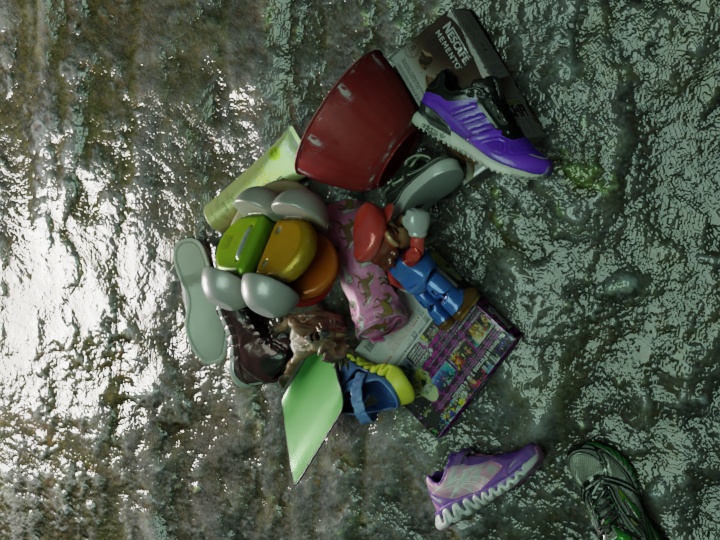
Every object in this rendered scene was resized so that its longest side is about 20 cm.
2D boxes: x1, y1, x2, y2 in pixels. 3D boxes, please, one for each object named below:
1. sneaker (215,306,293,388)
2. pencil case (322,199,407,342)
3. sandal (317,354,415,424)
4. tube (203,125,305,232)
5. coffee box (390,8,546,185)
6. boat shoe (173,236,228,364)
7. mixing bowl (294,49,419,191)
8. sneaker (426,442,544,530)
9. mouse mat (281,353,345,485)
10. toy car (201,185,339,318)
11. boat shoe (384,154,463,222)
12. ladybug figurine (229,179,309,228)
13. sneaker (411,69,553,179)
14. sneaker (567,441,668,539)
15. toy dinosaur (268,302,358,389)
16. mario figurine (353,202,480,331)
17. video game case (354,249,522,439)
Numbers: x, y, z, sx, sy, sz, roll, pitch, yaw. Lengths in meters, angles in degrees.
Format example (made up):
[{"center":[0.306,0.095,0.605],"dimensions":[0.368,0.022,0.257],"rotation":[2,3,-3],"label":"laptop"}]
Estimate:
[{"center":[-0.154,0.082,1.709],"dimensions":[0.114,0.076,0.204],"rotation":[-3,107,25],"label":"sneaker"},{"center":[0.000,0.000,1.570],"dimensions":[0.082,0.086,0.203],"rotation":[-26,70,11],"label":"pencil case"},{"center":[-0.012,0.172,1.594],"dimensions":[0.199,0.087,0.080],"rotation":[-1,121,57],"label":"sandal"},{"center":[-0.155,-0.132,1.682],"dimensions":[0.199,0.058,0.052],"rotation":[-34,37,25],"label":"tube"},{"center":[0.144,-0.232,1.472],"dimensions":[0.112,0.079,0.202],"rotation":[-33,82,30],"label":"coffee box"},{"center":[-0.251,0.047,1.759],"dimensions":[0.073,0.060,0.204],"rotation":[-17,92,3],"label":"boat shoe"},{"center":[0.010,-0.183,1.499],"dimensions":[0.108,0.200,0.202],"rotation":[36,114,10],"label":"mixing bowl"},{"center":[0.165,0.284,1.550],"dimensions":[0.199,0.080,0.089],"rotation":[-38,72,30],"label":"sneaker"},{"center":[-0.073,0.196,1.631],"dimensions":[0.162,0.007,0.201],"rotation":[-59,25,24],"label":"mouse mat"},{"center":[-0.112,-0.013,1.538],"dimensions":[0.198,0.149,0.178],"rotation":[6,68,44],"label":"toy car"},{"center":[0.076,-0.120,1.494],"dimensions":[0.200,0.070,0.065],"rotation":[140,116,-64],"label":"boat shoe"},{"center":[-0.131,-0.045,1.652],"dimensions":[0.134,0.072,0.202],"rotation":[24,106,-9],"label":"ladybug figurine"},{"center":[0.161,-0.189,1.384],"dimensions":[0.198,0.069,0.101],"rotation":[31,110,20],"label":"sneaker"},{"center":[0.336,0.316,1.449],"dimensions":[0.078,0.085,0.202],"rotation":[-38,78,29],"label":"sneaker"},{"center":[-0.054,0.091,1.596],"dimensions":[0.133,0.200,0.087],"rotation":[-16,109,20],"label":"toy dinosaur"},{"center":[0.076,-0.022,1.489],"dimensions":[0.200,0.106,0.123],"rotation":[44,111,-6],"label":"mario figurine"},{"center":[0.106,0.105,1.574],"dimensions":[0.181,0.036,0.201],"rotation":[44,116,19],"label":"video game case"}]
